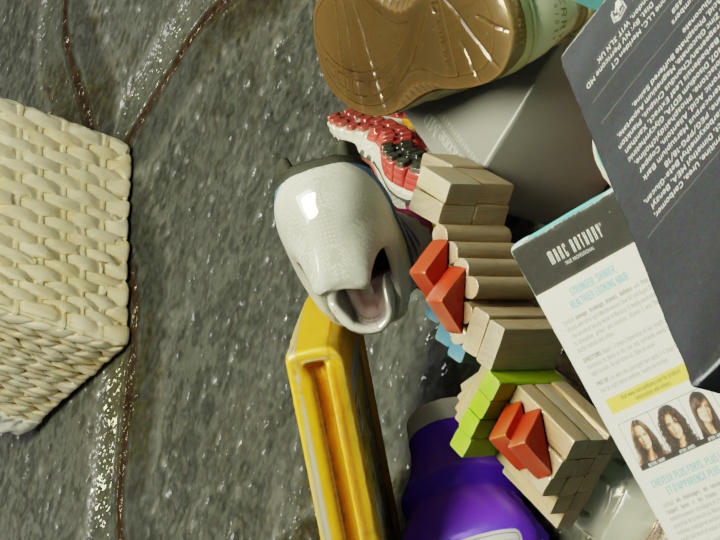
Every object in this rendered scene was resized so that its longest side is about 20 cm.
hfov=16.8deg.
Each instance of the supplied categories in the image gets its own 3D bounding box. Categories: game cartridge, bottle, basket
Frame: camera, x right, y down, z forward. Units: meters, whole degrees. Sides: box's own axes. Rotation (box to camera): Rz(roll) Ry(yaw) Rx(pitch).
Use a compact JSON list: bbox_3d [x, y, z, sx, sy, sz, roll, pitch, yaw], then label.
[{"bbox_3d":[-0.003,0.105,1.310,0.200,0.032,0.176,-71,-29,-78],"label":"game cartridge"},{"bbox_3d":[0.061,0.161,1.283,0.083,0.065,0.200,-20,52,13],"label":"bottle"},{"bbox_3d":[-0.286,-0.012,1.821,0.161,0.200,0.198,-32,50,41],"label":"basket"}]

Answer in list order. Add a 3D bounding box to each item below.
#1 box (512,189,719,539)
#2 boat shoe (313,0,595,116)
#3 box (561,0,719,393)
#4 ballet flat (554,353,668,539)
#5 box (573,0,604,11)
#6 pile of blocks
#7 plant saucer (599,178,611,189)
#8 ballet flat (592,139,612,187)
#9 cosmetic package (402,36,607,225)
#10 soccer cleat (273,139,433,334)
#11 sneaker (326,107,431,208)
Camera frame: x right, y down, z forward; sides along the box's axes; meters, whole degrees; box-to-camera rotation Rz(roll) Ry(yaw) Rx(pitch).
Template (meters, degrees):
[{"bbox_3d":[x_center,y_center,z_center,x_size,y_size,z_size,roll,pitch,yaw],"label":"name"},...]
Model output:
[{"bbox_3d":[0.153,0.056,1.096,0.082,0.049,0.200,-32,85,51],"label":"box"},{"bbox_3d":[0.042,-0.120,1.247,0.200,0.063,0.073,7,110,59],"label":"boat shoe"},{"bbox_3d":[0.213,-0.038,1.016,0.117,0.197,0.200,-52,37,32],"label":"box"},{"bbox_3d":[0.119,0.102,1.227,0.068,0.067,0.200,-65,32,14],"label":"ballet flat"},{"bbox_3d":[0.097,-0.201,1.191,0.082,0.049,0.200,-61,31,19],"label":"box"},{"bbox_3d":[0.053,0.033,1.198,0.082,0.062,0.200,-42,60,39],"label":"pile of blocks"},{"bbox_3d":[0.187,-0.124,1.258,0.200,0.037,0.200,37,108,58],"label":"plant saucer"},{"bbox_3d":[0.185,-0.003,1.144,0.200,0.069,0.069,55,131,8],"label":"ballet flat"},{"bbox_3d":[0.111,-0.132,1.267,0.200,0.090,0.107,-58,37,19],"label":"cosmetic package"},{"bbox_3d":[0.000,0.000,1.269,0.070,0.200,0.086,-16,74,11],"label":"soccer cleat"},{"bbox_3d":[0.030,-0.053,1.433,0.200,0.078,0.082,-117,16,-69],"label":"sneaker"}]
